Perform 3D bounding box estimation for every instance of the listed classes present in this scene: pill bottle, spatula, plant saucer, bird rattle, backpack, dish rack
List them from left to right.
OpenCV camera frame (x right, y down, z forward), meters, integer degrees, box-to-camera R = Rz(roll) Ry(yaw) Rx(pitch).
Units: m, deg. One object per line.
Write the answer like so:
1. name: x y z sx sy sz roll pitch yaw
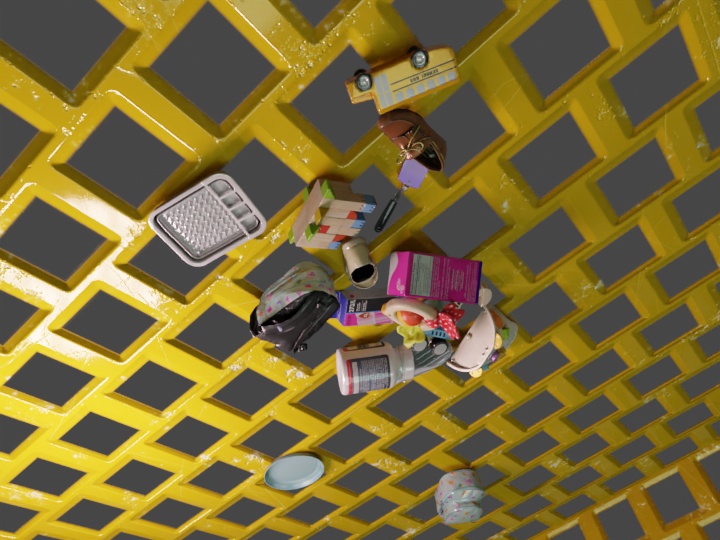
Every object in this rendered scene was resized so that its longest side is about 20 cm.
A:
1. dish rack: -0.305 -0.108 1.228 0.196 0.044 0.173 -28 134 10
2. plant saucer: -0.214 0.643 1.972 0.193 0.028 0.204 -8 134 -8
3. backpack: -0.144 0.081 1.394 0.199 0.129 0.165 -39 142 20
4. pill bottle: 0.039 0.254 1.613 0.193 0.121 0.122 -6 135 -9
5. spatula: 0.080 -0.158 1.307 0.055 0.021 0.202 21 127 -16
6. bird rattle: 0.136 0.113 1.413 0.160 0.116 0.198 27 164 -25
7. backpack: 0.365 0.822 2.225 0.170 0.155 0.205 -1 127 -8

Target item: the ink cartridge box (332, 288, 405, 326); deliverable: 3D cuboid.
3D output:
1. ink cartridge box: 0.011 0.091 1.514 0.193 0.038 0.097 -1 133 -12

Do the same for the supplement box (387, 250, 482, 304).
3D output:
1. supplement box: 0.171 0.016 1.416 0.194 0.101 0.107 8 88 -21

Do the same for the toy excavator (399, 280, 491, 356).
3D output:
1. toy excavator: 0.221 0.109 1.558 0.189 0.101 0.204 11 120 -27

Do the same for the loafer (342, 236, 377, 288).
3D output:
1. loafer: 0.000 0.000 1.374 0.074 0.070 0.201 -18 153 2

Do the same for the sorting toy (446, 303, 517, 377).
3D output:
1. sorting toy: 0.361 0.202 1.674 0.177 0.107 0.203 2 124 -49

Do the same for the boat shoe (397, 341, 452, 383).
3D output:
1. boat shoe: 0.168 0.251 1.698 0.196 0.074 0.062 -28 159 16

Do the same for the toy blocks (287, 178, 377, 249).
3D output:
1. toy blocks: -0.053 -0.112 1.272 0.133 0.102 0.201 3 143 -30

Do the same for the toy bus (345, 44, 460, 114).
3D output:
1. toy bus: 0.073 -0.341 1.087 0.195 0.065 0.080 -21 115 4

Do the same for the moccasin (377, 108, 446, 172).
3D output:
1. moccasin: 0.100 -0.242 1.163 0.072 0.080 0.200 -16 157 29
